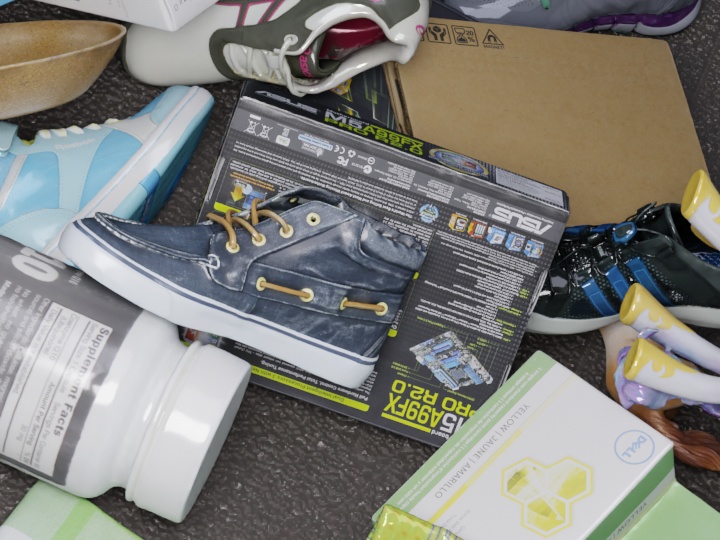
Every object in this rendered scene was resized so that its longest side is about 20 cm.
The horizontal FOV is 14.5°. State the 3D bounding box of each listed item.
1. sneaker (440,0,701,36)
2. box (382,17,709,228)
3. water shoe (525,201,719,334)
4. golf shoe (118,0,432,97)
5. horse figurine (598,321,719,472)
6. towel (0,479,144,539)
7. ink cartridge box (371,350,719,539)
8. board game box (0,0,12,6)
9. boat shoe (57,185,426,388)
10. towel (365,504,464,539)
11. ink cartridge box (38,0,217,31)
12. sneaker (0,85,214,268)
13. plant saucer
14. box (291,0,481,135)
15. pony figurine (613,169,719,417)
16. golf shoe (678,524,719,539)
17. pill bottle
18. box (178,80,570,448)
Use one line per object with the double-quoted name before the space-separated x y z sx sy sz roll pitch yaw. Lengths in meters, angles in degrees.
"sneaker" 0.146 -0.200 1.868 0.199 0.088 0.075 -10 56 -27
"box" 0.117 -0.085 1.748 0.199 0.021 0.164 4 52 -21
"water shoe" 0.157 -0.012 1.662 0.199 0.079 0.072 -1 48 -16
"golf shoe" -0.055 -0.145 1.710 0.199 0.077 0.088 -14 39 11
"horse figurine" 0.184 0.045 1.709 0.132 0.050 0.200 0 52 -22
"towel" -0.157 0.207 1.466 0.149 0.031 0.200 31 48 5
"ink cartridge box" 0.127 0.152 1.548 0.200 0.048 0.146 34 66 30
"board game box" -0.222 -0.205 1.677 0.200 0.047 0.151 -26 29 -11
"boat shoe" -0.062 -0.012 1.532 0.200 0.091 0.071 22 11 -29
"towel" 0.070 0.226 1.488 0.200 0.023 0.144 28 85 6
"ink cartridge box" -0.135 -0.217 1.733 0.200 0.050 0.161 18 45 38
"sneaker" -0.178 -0.068 1.651 0.130 0.080 0.200 32 48 6
"plant saucer" -0.233 -0.111 1.635 0.199 0.036 0.200 -6 13 1
"box" 0.034 -0.083 1.759 0.161 0.049 0.200 30 48 0
"pony figurine" 0.244 0.061 1.595 0.199 0.167 0.194 22 82 -12
"golf shoe" 0.182 0.239 1.550 0.097 0.078 0.200 -16 52 -10
"pill bottle" -0.168 0.054 1.528 0.199 0.113 0.113 24 48 3
"box" 0.000 0.000 1.607 0.199 0.161 0.044 19 17 -4
